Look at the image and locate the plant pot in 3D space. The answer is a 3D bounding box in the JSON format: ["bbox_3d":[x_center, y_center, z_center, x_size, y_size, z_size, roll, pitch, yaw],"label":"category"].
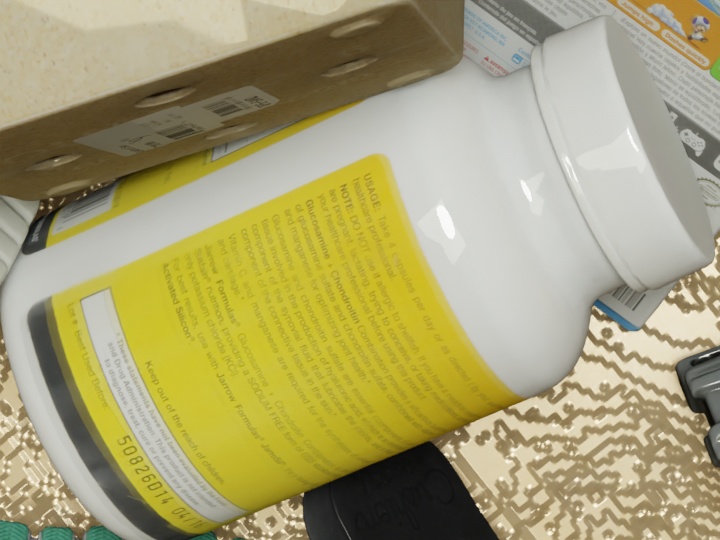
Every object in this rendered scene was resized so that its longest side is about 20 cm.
[{"bbox_3d":[-0.066,-0.124,0.686,0.200,0.200,0.177,-18,85,7],"label":"plant pot"}]

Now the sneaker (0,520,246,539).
[{"bbox_3d":[-0.086,0.133,0.843,0.200,0.074,0.088,12,122,0],"label":"sneaker"}]

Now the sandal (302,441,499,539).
[{"bbox_3d":[0.055,0.136,0.814,0.200,0.076,0.043,52,134,1],"label":"sandal"}]

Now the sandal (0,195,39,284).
[{"bbox_3d":[-0.136,-0.032,0.779,0.050,0.203,0.082,-30,106,30],"label":"sandal"}]

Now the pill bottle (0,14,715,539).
[{"bbox_3d":[0.000,0.000,0.783,0.200,0.112,0.112,-23,90,16],"label":"pill bottle"}]

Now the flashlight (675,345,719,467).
[{"bbox_3d":[0.205,0.026,0.810,0.200,0.068,0.068,-22,93,3],"label":"flashlight"}]

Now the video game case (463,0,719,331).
[{"bbox_3d":[0.081,-0.091,0.789,0.143,0.018,0.200,36,125,2],"label":"video game case"}]
